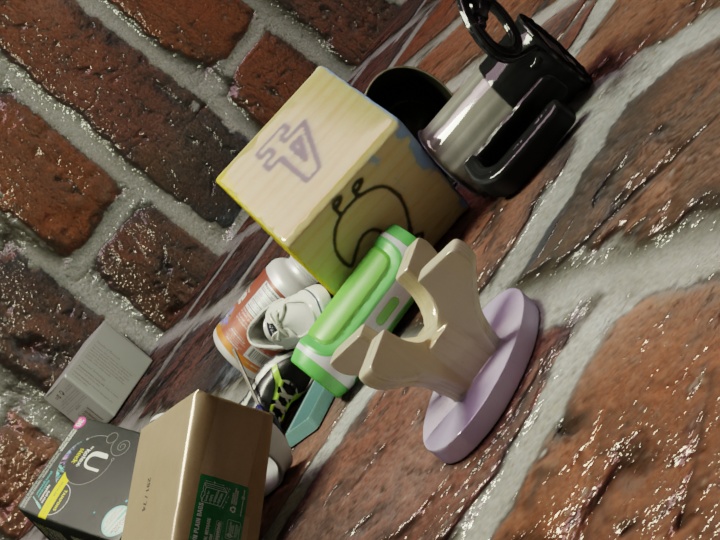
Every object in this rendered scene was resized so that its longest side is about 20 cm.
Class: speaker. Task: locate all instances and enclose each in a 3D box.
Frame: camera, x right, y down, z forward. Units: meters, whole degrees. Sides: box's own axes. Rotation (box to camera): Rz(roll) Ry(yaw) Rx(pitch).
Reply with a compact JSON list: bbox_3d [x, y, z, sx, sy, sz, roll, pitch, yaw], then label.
[{"bbox_3d":[0.006,0.047,1.571,0.201,0.088,0.088,-53,11,-5],"label":"speaker"}]

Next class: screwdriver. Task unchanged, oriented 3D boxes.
[{"bbox_3d":[-0.134,0.164,1.697,0.029,0.028,0.200,-62,37,19],"label":"screwdriver"}]

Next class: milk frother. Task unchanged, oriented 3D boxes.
[{"bbox_3d":[0.137,-0.206,1.545,0.188,0.199,0.181,-48,15,18],"label":"milk frother"}]

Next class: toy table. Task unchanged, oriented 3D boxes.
[{"bbox_3d":[0.069,0.062,1.173,0.184,0.117,0.201,-47,13,26],"label":"toy table"}]

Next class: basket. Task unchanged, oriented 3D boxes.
[{"bbox_3d":[0.075,-0.195,1.909,0.135,0.182,0.200,-31,3,2],"label":"basket"}]

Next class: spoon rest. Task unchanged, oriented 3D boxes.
[{"bbox_3d":[-0.125,0.244,1.591,0.100,0.060,0.201,-58,-1,-35],"label":"spoon rest"}]

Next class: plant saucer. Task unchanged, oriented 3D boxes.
[{"bbox_3d":[-0.038,0.130,1.664,0.070,0.019,0.201,-41,16,47],"label":"plant saucer"}]

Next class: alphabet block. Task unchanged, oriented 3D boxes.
[{"bbox_3d":[-0.023,-0.096,1.664,0.200,0.195,0.196,-48,43,-2],"label":"alphabet block"}]

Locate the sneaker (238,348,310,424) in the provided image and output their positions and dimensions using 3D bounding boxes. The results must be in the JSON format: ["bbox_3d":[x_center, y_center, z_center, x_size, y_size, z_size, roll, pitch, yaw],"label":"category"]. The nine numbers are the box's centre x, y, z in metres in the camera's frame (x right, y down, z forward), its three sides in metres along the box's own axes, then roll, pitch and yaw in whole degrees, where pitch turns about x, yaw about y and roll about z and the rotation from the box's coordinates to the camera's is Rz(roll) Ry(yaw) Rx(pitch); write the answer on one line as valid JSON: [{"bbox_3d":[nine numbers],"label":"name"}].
[{"bbox_3d":[-0.118,0.194,1.727,0.201,0.072,0.083,-51,39,1],"label":"sneaker"}]

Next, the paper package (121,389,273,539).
[{"bbox_3d":[-0.182,0.253,1.455,0.190,0.102,0.203,-36,41,56],"label":"paper package"}]

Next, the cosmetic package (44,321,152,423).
[{"bbox_3d":[-0.673,0.279,3.450,0.167,0.166,0.201,-39,15,49],"label":"cosmetic package"}]

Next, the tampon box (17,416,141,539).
[{"bbox_3d":[-0.302,0.297,1.710,0.198,0.127,0.151,7,52,38],"label":"tampon box"}]

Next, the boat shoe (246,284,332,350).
[{"bbox_3d":[-0.089,0.070,1.682,0.065,0.074,0.200,-17,-8,-25],"label":"boat shoe"}]

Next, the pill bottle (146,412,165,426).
[{"bbox_3d":[-0.291,0.308,1.889,0.112,0.112,0.201,-40,16,46],"label":"pill bottle"}]

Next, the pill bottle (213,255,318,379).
[{"bbox_3d":[-0.119,0.056,1.994,0.200,0.112,0.112,-49,11,13],"label":"pill bottle"}]

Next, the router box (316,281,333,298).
[{"bbox_3d":[0.000,0.000,1.834,0.150,0.051,0.200,-54,11,-23],"label":"router box"}]
